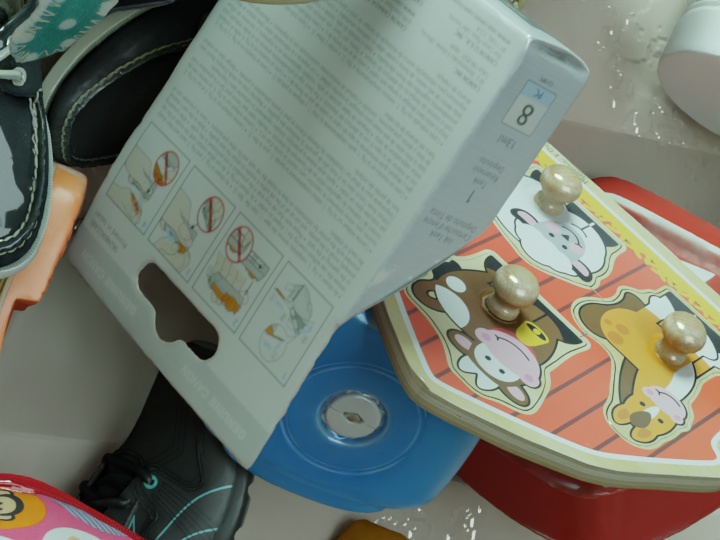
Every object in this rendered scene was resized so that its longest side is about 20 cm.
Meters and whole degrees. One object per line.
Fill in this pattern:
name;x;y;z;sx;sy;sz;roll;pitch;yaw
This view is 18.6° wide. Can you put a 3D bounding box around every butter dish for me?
butter dish;0.117;0.069;1.061;0.198;0.199;0.149;-27;128;-29

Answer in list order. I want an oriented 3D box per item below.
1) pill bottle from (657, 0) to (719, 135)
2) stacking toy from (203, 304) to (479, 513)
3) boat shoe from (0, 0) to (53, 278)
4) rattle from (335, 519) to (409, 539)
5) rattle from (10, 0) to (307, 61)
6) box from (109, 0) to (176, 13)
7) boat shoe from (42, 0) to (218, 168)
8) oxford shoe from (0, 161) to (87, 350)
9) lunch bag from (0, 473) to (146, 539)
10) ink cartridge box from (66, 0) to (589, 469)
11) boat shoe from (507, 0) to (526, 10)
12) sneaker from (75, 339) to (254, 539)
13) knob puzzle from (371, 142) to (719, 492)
pill bottle;0.239;-0.168;1.153;0.114;0.113;0.201;37;72;-28
stacking toy;0.000;0.000;0.990;0.115;0.110;0.201;22;36;-15
boat shoe;-0.165;-0.098;0.892;0.075;0.060;0.202;-12;80;-21
rattle;0.051;0.233;1.093;0.130;0.143;0.199;-48;137;13
rattle;-0.045;-0.136;0.773;0.199;0.143;0.131;-22;124;-15
box;-0.098;-0.233;0.934;0.148;0.107;0.201;-38;112;-26
boat shoe;-0.053;-0.090;0.982;0.199;0.068;0.072;-22;136;-30
oxford shoe;-0.186;0.035;0.918;0.072;0.071;0.201;27;70;-13
lunch bag;-0.132;0.198;0.889;0.175;0.082;0.201;31;104;-18
ink cartridge box;-0.019;-0.042;0.886;0.047;0.160;0.201;20;108;-47
boat shoe;0.041;-0.132;0.964;0.073;0.075;0.202;27;77;-26
sneaker;-0.104;0.124;0.961;0.079;0.075;0.202;20;80;-29
knob puzzle;0.084;0.014;0.914;0.218;0.221;0.031;5;133;-33
